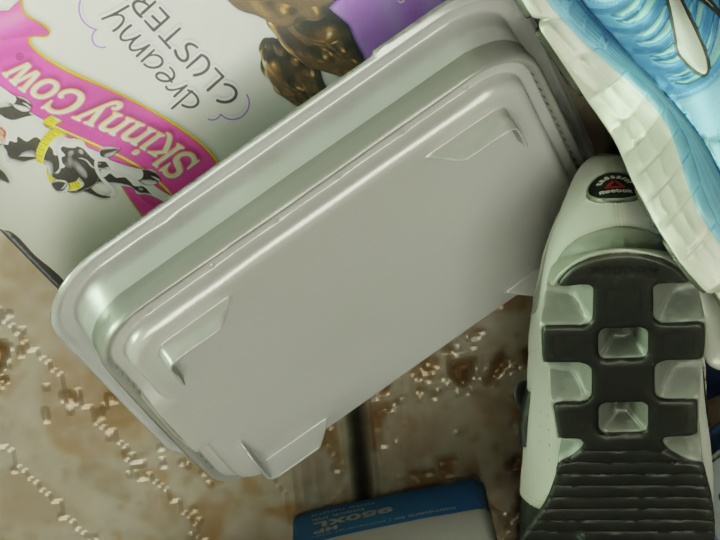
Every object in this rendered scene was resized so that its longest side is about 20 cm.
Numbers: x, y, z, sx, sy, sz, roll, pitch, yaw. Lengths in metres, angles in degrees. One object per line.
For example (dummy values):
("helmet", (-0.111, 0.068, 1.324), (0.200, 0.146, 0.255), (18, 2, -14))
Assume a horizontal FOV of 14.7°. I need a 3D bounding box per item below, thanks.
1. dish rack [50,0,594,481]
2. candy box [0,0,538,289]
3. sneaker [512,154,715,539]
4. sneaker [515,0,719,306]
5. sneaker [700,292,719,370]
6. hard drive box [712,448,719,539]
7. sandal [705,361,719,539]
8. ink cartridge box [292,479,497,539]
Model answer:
("dish rack", (0.000, 0.000, 1.007), (0.199, 0.044, 0.172), (-34, 152, 0))
("candy box", (-0.065, -0.096, 0.997), (0.200, 0.072, 0.168), (-40, 114, 9))
("sneaker", (0.094, 0.048, 1.022), (0.074, 0.089, 0.201), (3, 127, -1))
("sneaker", (0.117, -0.085, 0.957), (0.090, 0.078, 0.201), (-36, 75, 19))
("sneaker", (0.133, -0.053, 1.034), (0.070, 0.080, 0.201), (-11, 115, 26))
("hard drive box", (0.247, 0.058, 1.051), (0.200, 0.077, 0.155), (-44, 147, 24))
("sandal", (0.114, 0.099, 1.109), (0.086, 0.080, 0.201), (7, 113, -16))
("ink cartridge box", (0.025, 0.178, 1.043), (0.084, 0.200, 0.146), (-10, 101, 0))
